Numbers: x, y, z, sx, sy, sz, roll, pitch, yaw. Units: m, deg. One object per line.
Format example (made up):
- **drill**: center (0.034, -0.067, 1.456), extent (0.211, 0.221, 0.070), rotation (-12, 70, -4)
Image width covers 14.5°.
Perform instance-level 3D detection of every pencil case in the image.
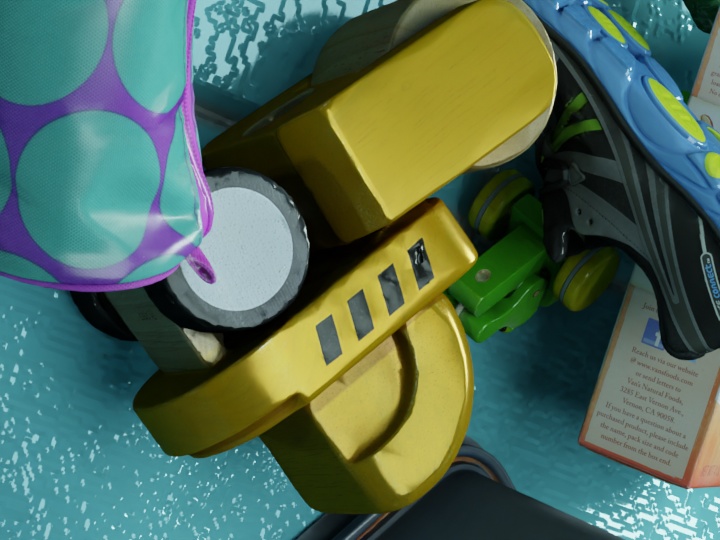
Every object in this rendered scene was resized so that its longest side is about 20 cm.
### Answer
- **pencil case**: center (-0.080, -0.098, 0.900), extent (0.092, 0.085, 0.201), rotation (6, 107, -8)

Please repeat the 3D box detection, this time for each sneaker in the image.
- **sneaker**: center (0.088, -0.048, 1.094), extent (0.083, 0.200, 0.071), rotation (-46, 155, 20)

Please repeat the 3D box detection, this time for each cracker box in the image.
- **cracker box**: center (0.168, -0.013, 1.163), extent (0.134, 0.057, 0.201), rotation (4, 104, -62)

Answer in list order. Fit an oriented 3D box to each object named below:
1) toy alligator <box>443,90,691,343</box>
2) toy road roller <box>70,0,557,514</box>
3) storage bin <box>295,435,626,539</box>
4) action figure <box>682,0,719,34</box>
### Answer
- **toy alligator**: center (0.069, -0.002, 1.154), extent (0.200, 0.059, 0.054), rotation (-40, 157, -21)
- **toy road roller**: center (0.000, 0.000, 1.047), extent (0.200, 0.123, 0.146), rotation (-38, 101, -20)
- **storage bin**: center (0.067, 0.183, 1.128), extent (0.145, 0.134, 0.201), rotation (-39, 115, -23)
- **action figure**: center (0.120, -0.188, 1.158), extent (0.118, 0.055, 0.201), rotation (-30, 108, -29)
